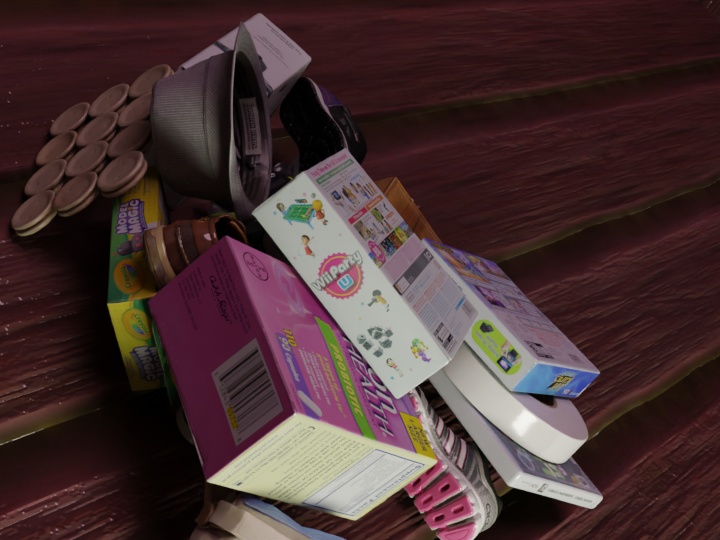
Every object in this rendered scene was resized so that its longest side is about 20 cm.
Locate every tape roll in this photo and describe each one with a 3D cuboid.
[{"bbox_3d":[0.156,0.119,1.404,0.202,0.037,0.203,38,15,-12],"label":"tape roll"}]

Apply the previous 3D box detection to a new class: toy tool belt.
[{"bbox_3d":[-0.050,0.242,1.068,0.199,0.125,0.123,31,42,-17],"label":"toy tool belt"}]

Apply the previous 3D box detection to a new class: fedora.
[{"bbox_3d":[-0.140,-0.131,1.220,0.200,0.090,0.178,66,24,-73],"label":"fedora"}]

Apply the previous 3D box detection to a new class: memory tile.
[{"bbox_3d":[-0.251,-0.115,1.260,0.017,0.153,0.201,54,25,-33],"label":"memory tile"}]

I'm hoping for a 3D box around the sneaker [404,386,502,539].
[{"bbox_3d":[0.074,0.181,1.317,0.087,0.074,0.200,9,41,-53],"label":"sneaker"}]

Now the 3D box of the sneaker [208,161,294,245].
[{"bbox_3d":[-0.073,-0.075,1.355,0.072,0.199,0.083,38,51,-66],"label":"sneaker"}]

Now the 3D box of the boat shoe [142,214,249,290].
[{"bbox_3d":[-0.128,-0.012,1.184,0.200,0.067,0.072,7,65,-79],"label":"boat shoe"}]

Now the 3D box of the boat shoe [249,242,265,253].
[{"bbox_3d":[-0.072,0.013,1.369,0.201,0.063,0.074,9,42,-42],"label":"boat shoe"}]

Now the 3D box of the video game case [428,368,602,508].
[{"bbox_3d":[0.151,0.159,1.392,0.181,0.023,0.200,24,23,-50],"label":"video game case"}]

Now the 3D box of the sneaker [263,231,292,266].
[{"bbox_3d":[0.000,0.000,1.285,0.199,0.081,0.077,30,71,-7],"label":"sneaker"}]

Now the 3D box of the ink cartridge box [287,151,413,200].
[{"bbox_3d":[-0.029,-0.055,1.484,0.199,0.067,0.116,21,38,-28],"label":"ink cartridge box"}]

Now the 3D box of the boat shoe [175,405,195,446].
[{"bbox_3d":[-0.073,0.131,1.226,0.199,0.063,0.073,8,42,-42],"label":"boat shoe"}]

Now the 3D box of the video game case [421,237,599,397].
[{"bbox_3d":[0.150,0.054,1.413,0.181,0.045,0.200,49,16,25],"label":"video game case"}]

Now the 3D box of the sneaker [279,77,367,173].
[{"bbox_3d":[-0.020,-0.130,1.456,0.087,0.076,0.201,22,36,-35],"label":"sneaker"}]

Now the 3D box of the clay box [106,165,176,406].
[{"bbox_3d":[-0.193,0.015,1.191,0.047,0.115,0.201,-6,44,0],"label":"clay box"}]

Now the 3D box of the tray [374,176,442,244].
[{"bbox_3d":[0.009,0.006,1.386,0.099,0.037,0.200,53,49,-26],"label":"tray"}]

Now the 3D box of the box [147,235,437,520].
[{"bbox_3d":[-0.054,0.093,1.098,0.200,0.097,0.177,28,31,-50],"label":"box"}]

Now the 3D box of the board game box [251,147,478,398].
[{"bbox_3d":[0.009,-0.003,1.169,0.200,0.064,0.148,52,19,-1],"label":"board game box"}]

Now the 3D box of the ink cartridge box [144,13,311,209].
[{"bbox_3d":[-0.154,-0.172,1.421,0.083,0.147,0.200,40,34,-1],"label":"ink cartridge box"}]
